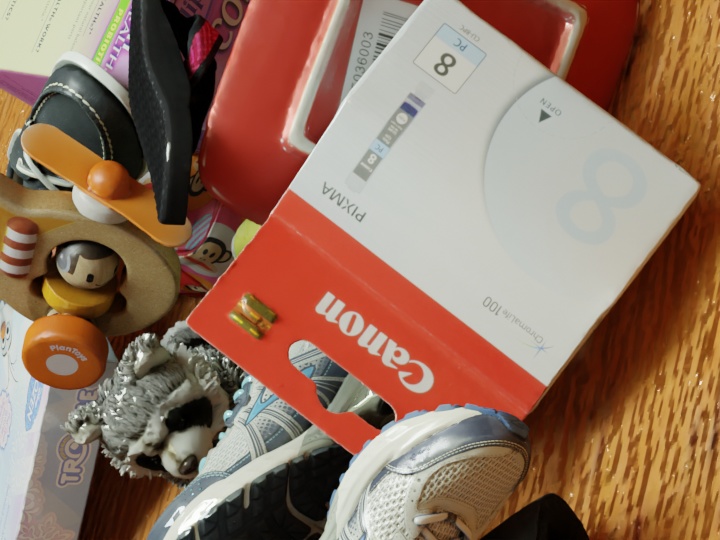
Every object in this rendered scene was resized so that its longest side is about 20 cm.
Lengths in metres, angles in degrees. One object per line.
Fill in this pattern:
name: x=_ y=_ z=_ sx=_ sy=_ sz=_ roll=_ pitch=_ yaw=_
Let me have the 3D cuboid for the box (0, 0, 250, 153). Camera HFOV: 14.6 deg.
box: x=-0.113 y=-0.169 z=1.612 sx=0.200 sy=0.096 sz=0.177 roll=11 pitch=75 yaw=52

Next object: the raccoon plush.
raccoon plush: x=-0.115 y=0.068 z=1.544 sx=0.097 sy=0.134 sz=0.200 roll=-62 pitch=32 yaw=-1

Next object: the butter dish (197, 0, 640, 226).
butter dish: x=0.012 y=-0.094 z=1.450 sx=0.148 sy=0.199 sz=0.201 roll=-1 pitch=67 yaw=67

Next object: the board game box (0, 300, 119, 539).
board game box: x=-0.204 y=0.090 z=1.676 sx=0.199 sy=0.043 sz=0.201 roll=-122 pitch=42 yaw=-55

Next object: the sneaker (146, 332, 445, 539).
sneaker: x=-0.033 y=0.083 z=1.375 sx=0.200 sy=0.078 sz=0.086 roll=-38 pitch=45 yaw=-21

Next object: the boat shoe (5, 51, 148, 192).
boat shoe: x=-0.161 y=-0.055 z=1.562 sx=0.060 sy=0.076 sz=0.200 roll=-45 pitch=-12 yaw=-21

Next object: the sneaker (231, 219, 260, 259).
sneaker: x=0.000 y=0.000 z=1.493 sx=0.105 sy=0.076 sz=0.200 roll=-48 pitch=39 yaw=7

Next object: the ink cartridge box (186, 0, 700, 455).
ink cartridge box: x=0.039 y=-0.009 z=1.327 sx=0.200 sy=0.160 sz=0.047 roll=-51 pitch=-5 yaw=-16

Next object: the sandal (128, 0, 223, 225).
sandal: x=-0.090 y=-0.092 z=1.424 sx=0.200 sy=0.045 sz=0.075 roll=-106 pitch=17 yaw=-51

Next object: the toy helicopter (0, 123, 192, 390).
toy helicopter: x=-0.177 y=-0.031 z=1.485 sx=0.132 sy=0.200 sz=0.079 roll=-33 pitch=35 yaw=37

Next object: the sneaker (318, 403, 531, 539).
sneaker: x=0.013 y=0.145 z=1.269 sx=0.200 sy=0.077 sz=0.085 roll=-48 pitch=39 yaw=24

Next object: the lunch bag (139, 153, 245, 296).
lunch bag: x=-0.104 y=-0.054 z=1.674 sx=0.200 sy=0.082 sz=0.177 roll=7 pitch=72 yaw=56

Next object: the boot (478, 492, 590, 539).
boot: x=0.023 y=0.162 z=1.342 sx=0.200 sy=0.065 sz=0.166 roll=-42 pitch=43 yaw=33
